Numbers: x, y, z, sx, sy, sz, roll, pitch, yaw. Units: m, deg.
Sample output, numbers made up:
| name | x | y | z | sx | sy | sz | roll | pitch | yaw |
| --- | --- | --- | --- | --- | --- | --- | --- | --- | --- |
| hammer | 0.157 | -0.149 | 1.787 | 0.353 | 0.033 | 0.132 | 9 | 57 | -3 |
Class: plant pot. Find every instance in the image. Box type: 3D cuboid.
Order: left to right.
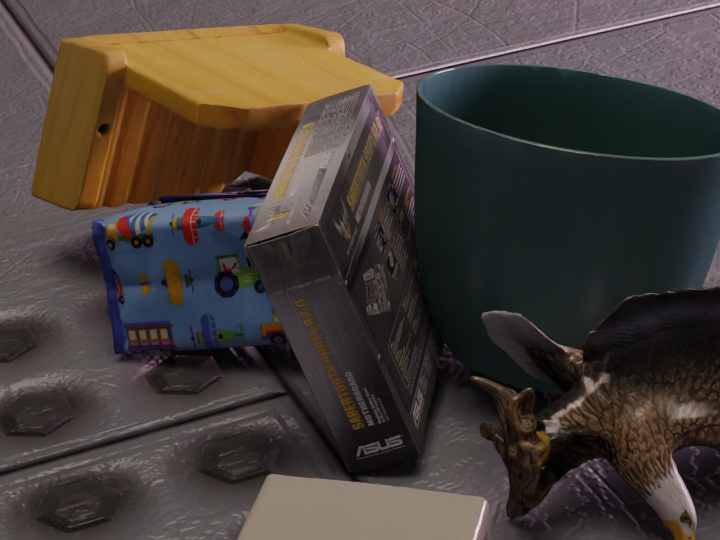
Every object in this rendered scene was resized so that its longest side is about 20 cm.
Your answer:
| name | x | y | z | sx | sy | sz | roll | pitch | yaw |
| --- | --- | --- | --- | --- | --- | --- | --- | --- | --- |
| plant pot | 0.124 | -0.022 | 1.082 | 0.199 | 0.162 | 0.201 | 6 | 20 | -2 |

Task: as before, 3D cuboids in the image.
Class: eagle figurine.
| name | x | y | z | sx | sy | sz | roll | pitch | yaw |
| --- | --- | --- | --- | --- | --- | --- | --- | --- | --- |
| eagle figurine | 0.169 | 0.078 | 0.961 | 0.199 | 0.152 | 0.152 | -20 | 20 | -6 |

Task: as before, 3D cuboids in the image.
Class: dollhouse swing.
| name | x | y | z | sx | sy | sz | roll | pitch | yaw |
| --- | --- | --- | --- | --- | --- | --- | --- | --- | --- |
| dollhouse swing | -0.092 | -0.084 | 1.249 | 0.199 | 0.183 | 0.176 | -10 | 41 | -38 |

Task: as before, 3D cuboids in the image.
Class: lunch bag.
| name | x | y | z | sx | sy | sz | roll | pitch | yaw |
| --- | --- | --- | --- | --- | --- | --- | --- | --- | --- |
| lunch bag | -0.069 | -0.019 | 1.218 | 0.149 | 0.095 | 0.200 | -4 | 14 | 18 |

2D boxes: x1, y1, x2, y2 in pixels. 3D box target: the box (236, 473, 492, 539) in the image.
| name | x | y | z | sx | sy | sz | roll | pitch | yaw |
| --- | --- | --- | --- | --- | --- | --- | --- | --- | --- |
| box | -0.012 | 0.198 | 0.754 | 0.108 | 0.129 | 0.200 | 4 | 30 | 14 |

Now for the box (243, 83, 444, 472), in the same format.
| name | x | y | z | sx | sy | sz | roll | pitch | yaw |
| --- | --- | --- | --- | --- | --- | --- | --- | --- | --- |
| box | 0.000 | 0.000 | 1.081 | 0.048 | 0.159 | 0.200 | -17 | 25 | 18 |
